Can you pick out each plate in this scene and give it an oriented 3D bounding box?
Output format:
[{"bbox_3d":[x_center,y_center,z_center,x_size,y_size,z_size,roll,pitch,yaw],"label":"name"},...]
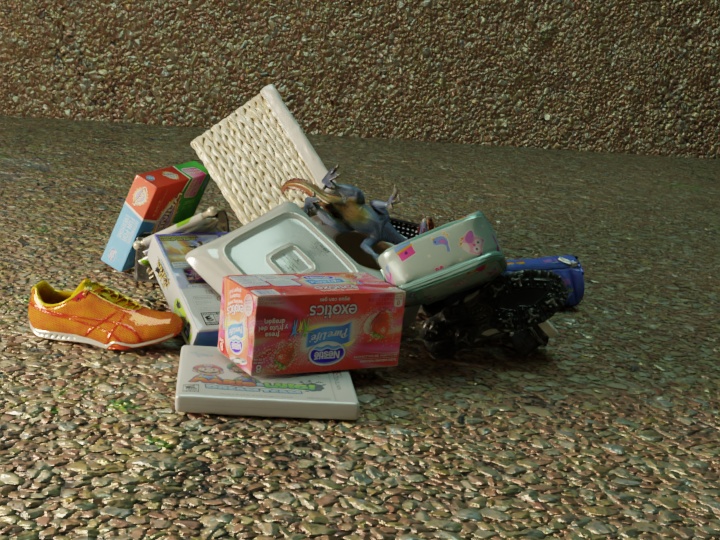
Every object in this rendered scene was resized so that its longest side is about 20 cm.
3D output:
[{"bbox_3d":[-0.091,0.000,1.512,0.199,0.032,0.199,43,47,18],"label":"plate"}]

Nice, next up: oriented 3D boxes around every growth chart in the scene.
[{"bbox_3d":[-0.236,-0.023,1.629,0.144,0.018,0.200,-21,-21,5],"label":"growth chart"}]

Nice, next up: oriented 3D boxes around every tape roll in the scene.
[{"bbox_3d":[0.000,0.000,1.659,0.201,0.071,0.203,17,27,-9],"label":"tape roll"}]

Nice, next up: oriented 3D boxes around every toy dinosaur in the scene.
[{"bbox_3d":[0.014,-0.084,1.656,0.181,0.105,0.200,26,10,-36],"label":"toy dinosaur"}]

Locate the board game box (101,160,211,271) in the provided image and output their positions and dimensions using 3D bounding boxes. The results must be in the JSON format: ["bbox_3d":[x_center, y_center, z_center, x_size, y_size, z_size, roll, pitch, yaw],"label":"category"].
[{"bbox_3d":[-0.322,-0.089,1.866,0.040,0.154,0.200,30,19,10],"label":"board game box"}]

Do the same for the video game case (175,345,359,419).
[{"bbox_3d":[-0.108,0.125,1.335,0.198,0.024,0.182,3,13,-7],"label":"video game case"}]

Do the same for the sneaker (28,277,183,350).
[{"bbox_3d":[-0.316,0.052,1.440,0.198,0.078,0.073,6,17,5],"label":"sneaker"}]

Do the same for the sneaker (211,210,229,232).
[{"bbox_3d":[-0.255,-0.050,1.906,0.084,0.078,0.200,-2,14,-12],"label":"sneaker"}]

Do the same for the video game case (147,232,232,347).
[{"bbox_3d":[-0.157,0.024,1.533,0.199,0.046,0.182,-2,44,-32],"label":"video game case"}]

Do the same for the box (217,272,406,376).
[{"bbox_3d":[-0.058,0.059,1.379,0.199,0.096,0.102,-1,15,-31],"label":"box"}]

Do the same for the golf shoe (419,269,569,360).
[{"bbox_3d":[0.173,0.050,1.528,0.199,0.078,0.094,-20,-1,9],"label":"golf shoe"}]

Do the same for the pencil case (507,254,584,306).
[{"bbox_3d":[0.255,0.016,1.808,0.198,0.087,0.078,-1,48,-21],"label":"pencil case"}]

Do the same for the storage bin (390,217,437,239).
[{"bbox_3d":[0.035,-0.028,1.883,0.199,0.095,0.135,15,16,32],"label":"storage bin"}]

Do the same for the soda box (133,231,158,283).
[{"bbox_3d":[-0.236,-0.013,1.755,0.198,0.071,0.063,5,10,-3],"label":"soda box"}]

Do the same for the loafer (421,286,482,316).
[{"bbox_3d":[0.143,0.023,1.643,0.068,0.071,0.200,-17,3,-28],"label":"loafer"}]

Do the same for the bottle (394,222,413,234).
[{"bbox_3d":[0.119,-0.034,1.999,0.199,0.066,0.083,13,16,29],"label":"bottle"}]

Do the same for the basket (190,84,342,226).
[{"bbox_3d":[-0.142,-0.155,1.859,0.160,0.201,0.198,-34,-4,-1],"label":"basket"}]

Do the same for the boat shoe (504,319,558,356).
[{"bbox_3d":[0.221,0.069,1.624,0.074,0.060,0.200,47,6,-15],"label":"boat shoe"}]

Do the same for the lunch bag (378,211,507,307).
[{"bbox_3d":[0.103,-0.005,1.493,0.159,0.078,0.200,-23,-9,6],"label":"lunch bag"}]
